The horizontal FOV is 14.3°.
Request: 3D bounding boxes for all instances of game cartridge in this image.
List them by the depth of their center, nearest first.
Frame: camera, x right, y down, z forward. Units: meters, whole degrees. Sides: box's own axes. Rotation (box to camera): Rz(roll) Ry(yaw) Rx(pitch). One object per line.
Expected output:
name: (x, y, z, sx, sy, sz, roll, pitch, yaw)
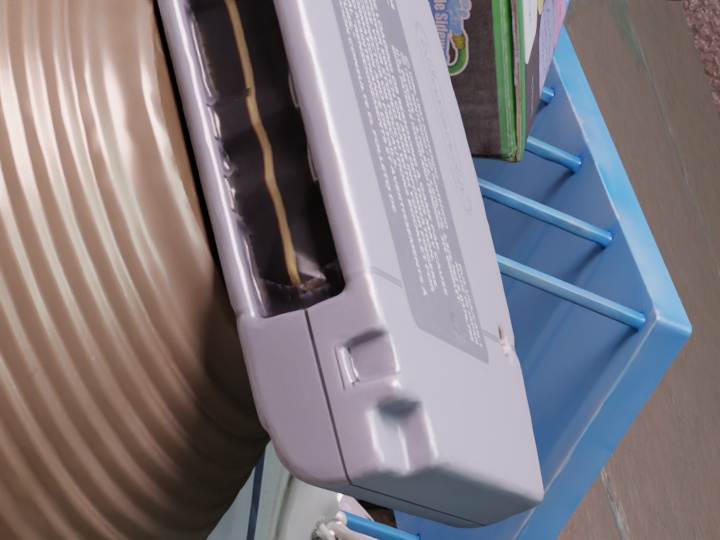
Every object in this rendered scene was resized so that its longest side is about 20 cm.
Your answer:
game cartridge: (-0.007, -0.040, 0.672, 0.133, 0.040, 0.201, 23, 51, -67)

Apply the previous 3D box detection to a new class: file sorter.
file sorter: (0.000, 0.000, 0.918, 0.122, 0.139, 0.200, 20, 26, -21)

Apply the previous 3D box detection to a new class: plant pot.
plant pot: (-0.068, -0.009, 0.659, 0.201, 0.092, 0.202, -17, 90, -75)

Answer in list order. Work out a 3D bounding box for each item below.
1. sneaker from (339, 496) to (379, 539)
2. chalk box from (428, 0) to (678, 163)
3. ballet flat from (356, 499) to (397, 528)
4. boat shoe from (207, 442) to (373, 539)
sneaker: (0.007, 0.143, 1.009, 0.115, 0.075, 0.201, -89, 153, -72)
chalk box: (0.001, -0.115, 0.836, 0.124, 0.199, 0.126, -71, 161, -55)
ballet flat: (0.037, 0.074, 1.039, 0.068, 0.062, 0.200, -67, -166, -9)
boat shoe: (-0.028, 0.058, 0.791, 0.086, 0.074, 0.203, 2, 103, -37)
